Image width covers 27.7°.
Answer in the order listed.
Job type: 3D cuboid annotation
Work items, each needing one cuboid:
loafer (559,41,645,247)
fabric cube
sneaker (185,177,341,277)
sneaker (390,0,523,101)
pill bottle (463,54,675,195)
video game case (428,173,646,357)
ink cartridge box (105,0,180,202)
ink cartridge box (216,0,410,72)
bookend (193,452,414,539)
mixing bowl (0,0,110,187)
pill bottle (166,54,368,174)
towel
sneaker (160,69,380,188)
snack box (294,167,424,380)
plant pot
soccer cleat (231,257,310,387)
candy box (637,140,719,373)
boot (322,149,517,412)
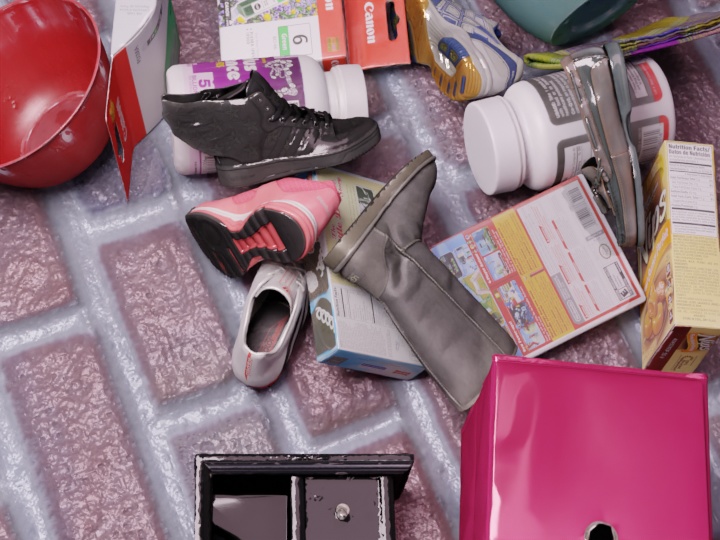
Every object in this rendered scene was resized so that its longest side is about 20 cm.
[{"bbox_3d":[0.237,-0.119,1.431,0.062,0.072,0.203,-9,99,3],"label":"loafer"},{"bbox_3d":[0.191,0.209,1.280,0.193,0.201,0.202,6,64,-2],"label":"fabric cube"},{"bbox_3d":[-0.090,-0.048,1.407,0.087,0.199,0.074,-41,114,-33],"label":"sneaker"},{"bbox_3d":[0.101,-0.250,1.564,0.087,0.076,0.201,-10,49,-26],"label":"sneaker"},{"bbox_3d":[0.213,-0.148,1.506,0.197,0.114,0.115,-14,66,-12],"label":"pill bottle"},{"bbox_3d":[0.166,0.009,1.448,0.198,0.017,0.144,-25,82,-10],"label":"video game case"},{"bbox_3d":[-0.216,-0.195,1.459,0.049,0.161,0.203,-1,63,-1],"label":"ink cartridge box"},{"bbox_3d":[-0.050,-0.263,1.545,0.197,0.050,0.111,-7,75,3],"label":"ink cartridge box"},{"bbox_3d":[-0.051,0.271,1.285,0.196,0.092,0.203,1,65,-5],"label":"bookend"},{"bbox_3d":[-0.316,-0.158,1.443,0.197,0.109,0.203,-12,57,19],"label":"mixing bowl"},{"bbox_3d":[-0.094,-0.160,1.482,0.197,0.113,0.114,-6,64,-9],"label":"pill bottle"},{"bbox_3d":[0.287,-0.243,1.541,0.198,0.143,0.023,-17,102,-24],"label":"towel"},{"bbox_3d":[-0.085,-0.144,1.397,0.197,0.105,0.060,-15,24,-1],"label":"sneaker"},{"bbox_3d":[0.000,0.000,1.424,0.115,0.037,0.203,14,57,-38],"label":"snack box"},{"bbox_3d":[0.218,-0.342,1.563,0.199,0.201,0.162,-26,76,-17],"label":"plant pot"},{"bbox_3d":[-0.073,0.018,1.411,0.068,0.085,0.202,19,64,4],"label":"soccer cleat"},{"bbox_3d":[0.315,-0.012,1.448,0.054,0.116,0.203,4,63,-4],"label":"candy box"},{"bbox_3d":[0.079,0.007,1.395,0.199,0.073,0.182,40,63,-1],"label":"boot"}]
